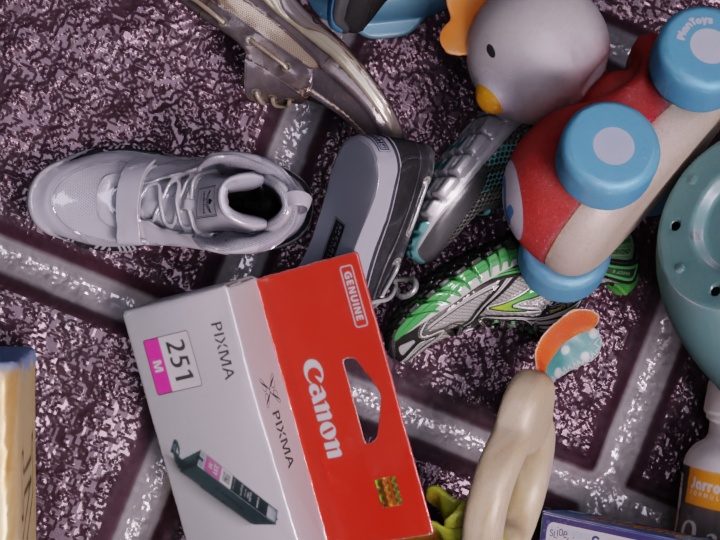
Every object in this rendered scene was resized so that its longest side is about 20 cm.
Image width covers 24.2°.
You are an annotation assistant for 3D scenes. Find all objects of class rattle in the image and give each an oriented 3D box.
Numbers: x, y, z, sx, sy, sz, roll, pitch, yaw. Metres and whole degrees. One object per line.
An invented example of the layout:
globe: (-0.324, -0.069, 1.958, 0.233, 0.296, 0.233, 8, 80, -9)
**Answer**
rattle: (0.077, 0.109, 1.176, 0.130, 0.142, 0.201, 2, 101, -52)

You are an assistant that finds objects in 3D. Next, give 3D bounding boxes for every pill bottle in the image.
pill bottle: (0.279, 0.183, 1.184, 0.116, 0.116, 0.201, 7, 89, -7)

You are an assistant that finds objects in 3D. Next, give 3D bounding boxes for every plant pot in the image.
plant pot: (0.281, -0.002, 1.062, 0.161, 0.200, 0.201, 33, 85, -42)

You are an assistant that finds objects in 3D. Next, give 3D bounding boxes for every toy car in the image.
toy car: (0.121, -0.114, 1.089, 0.200, 0.185, 0.177, 41, 71, 13)

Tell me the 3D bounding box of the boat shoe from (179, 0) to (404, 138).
boat shoe: (-0.053, -0.149, 1.169, 0.073, 0.074, 0.200, -44, 88, 6)

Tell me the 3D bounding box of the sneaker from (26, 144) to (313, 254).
sneaker: (-0.127, -0.049, 1.130, 0.199, 0.115, 0.076, 2, 89, -7)

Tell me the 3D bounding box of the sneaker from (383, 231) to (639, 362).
sneaker: (0.109, 0.018, 1.180, 0.199, 0.078, 0.086, -24, 94, -7)

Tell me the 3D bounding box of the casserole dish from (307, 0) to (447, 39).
casserole dish: (0.011, -0.266, 1.187, 0.120, 0.039, 0.201, -7, 92, -7)

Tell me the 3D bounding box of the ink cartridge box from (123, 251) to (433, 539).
ink cartridge box: (-0.057, 0.103, 1.130, 0.173, 0.043, 0.201, -14, 92, 32)

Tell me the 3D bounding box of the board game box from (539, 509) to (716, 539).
board game box: (0.204, 0.246, 1.142, 0.034, 0.199, 0.136, 7, 89, -44)

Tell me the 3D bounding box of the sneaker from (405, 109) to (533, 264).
sneaker: (0.112, -0.074, 1.184, 0.091, 0.078, 0.200, 40, 87, -10)

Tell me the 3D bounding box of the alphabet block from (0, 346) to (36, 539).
alphabet block: (-0.306, 0.153, 1.068, 0.194, 0.196, 0.201, -1, 90, -6)

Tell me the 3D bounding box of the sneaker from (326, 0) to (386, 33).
sneaker: (0.052, -0.235, 1.136, 0.082, 0.073, 0.200, 36, 86, -6)

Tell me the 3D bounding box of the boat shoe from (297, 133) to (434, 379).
boat shoe: (-0.001, -0.002, 1.156, 0.068, 0.074, 0.200, 1, 115, -36)
